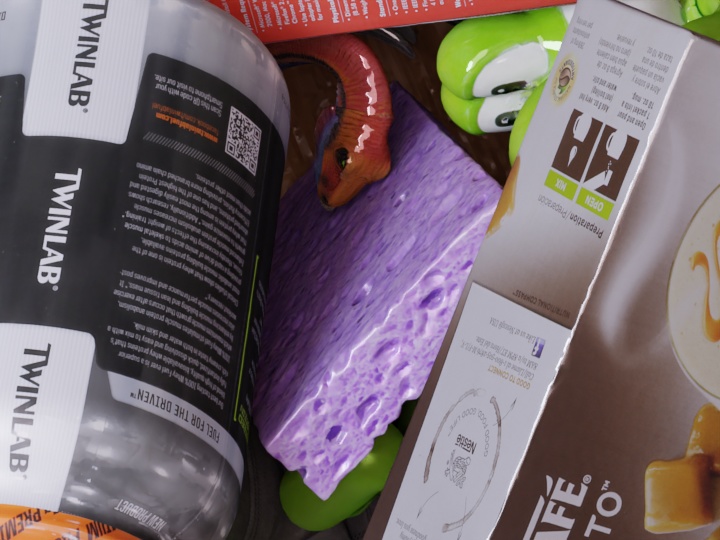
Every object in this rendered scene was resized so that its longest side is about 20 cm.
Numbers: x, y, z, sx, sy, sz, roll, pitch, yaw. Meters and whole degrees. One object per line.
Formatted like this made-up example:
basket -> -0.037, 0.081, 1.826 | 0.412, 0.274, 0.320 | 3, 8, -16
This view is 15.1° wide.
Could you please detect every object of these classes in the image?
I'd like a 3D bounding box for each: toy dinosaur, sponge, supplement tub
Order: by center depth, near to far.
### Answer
supplement tub -> -0.091, 0.018, 0.856 | 0.122, 0.123, 0.200 | 1, 61, 10
sponge -> 0.000, 0.000, 0.935 | 0.030, 0.200, 0.112 | 40, 95, -16
toy dinosaur -> -0.075, -0.069, 0.966 | 0.181, 0.200, 0.105 | -3, 72, 54

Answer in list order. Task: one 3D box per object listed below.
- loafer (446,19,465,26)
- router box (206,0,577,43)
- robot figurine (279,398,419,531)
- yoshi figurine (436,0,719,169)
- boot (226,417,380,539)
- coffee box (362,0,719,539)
loafer -> 0.089, -0.098, 0.979 | 0.200, 0.070, 0.068 | 20, 92, 9
router box -> 0.001, -0.166, 0.947 | 0.179, 0.049, 0.200 | -6, 45, 11
robot figurine -> 0.065, 0.085, 0.933 | 0.175, 0.116, 0.201 | 6, 106, -20
yoshi figurine -> 0.128, -0.062, 0.906 | 0.199, 0.112, 0.113 | -13, 111, 2
boot -> -0.028, 0.140, 0.973 | 0.070, 0.131, 0.201 | -1, 98, 52
coffee box -> 0.089, 0.032, 0.817 | 0.114, 0.080, 0.200 | 19, 97, -25
